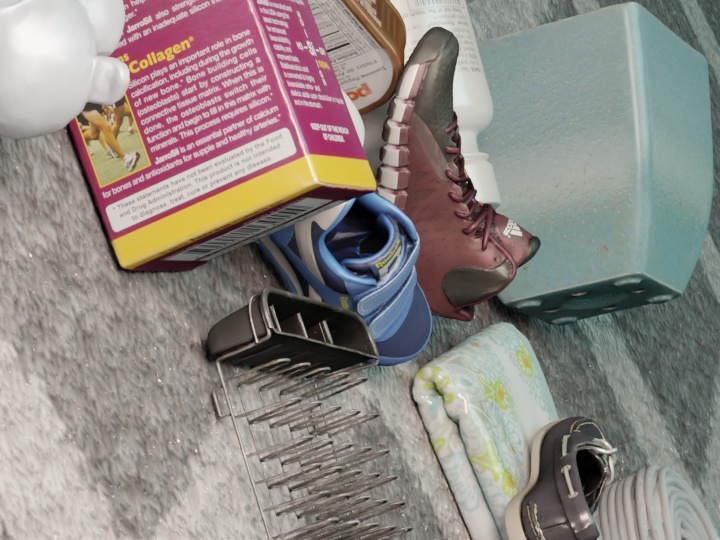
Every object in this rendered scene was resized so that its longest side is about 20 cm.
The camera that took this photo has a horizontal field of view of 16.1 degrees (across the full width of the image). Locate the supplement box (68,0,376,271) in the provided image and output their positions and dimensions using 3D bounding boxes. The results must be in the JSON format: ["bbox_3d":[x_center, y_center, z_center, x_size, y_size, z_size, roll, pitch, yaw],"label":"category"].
[{"bbox_3d":[-0.095,-0.114,1.433,0.103,0.131,0.200,-1,70,-70],"label":"supplement box"}]

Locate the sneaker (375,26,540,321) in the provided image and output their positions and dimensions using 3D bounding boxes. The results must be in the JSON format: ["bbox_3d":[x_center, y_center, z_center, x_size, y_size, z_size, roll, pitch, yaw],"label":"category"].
[{"bbox_3d":[0.070,-0.057,1.685,0.076,0.115,0.200,-52,157,-62],"label":"sneaker"}]

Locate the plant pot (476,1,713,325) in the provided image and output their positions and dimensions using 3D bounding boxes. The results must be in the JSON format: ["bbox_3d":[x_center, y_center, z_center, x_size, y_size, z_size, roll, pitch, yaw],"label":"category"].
[{"bbox_3d":[0.169,-0.069,1.988,0.196,0.195,0.201,21,58,-64],"label":"plant pot"}]

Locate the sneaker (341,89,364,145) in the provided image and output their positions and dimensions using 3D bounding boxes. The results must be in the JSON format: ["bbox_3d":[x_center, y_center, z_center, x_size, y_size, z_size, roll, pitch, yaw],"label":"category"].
[{"bbox_3d":[-0.068,-0.087,1.583,0.200,0.075,0.089,31,53,-50],"label":"sneaker"}]

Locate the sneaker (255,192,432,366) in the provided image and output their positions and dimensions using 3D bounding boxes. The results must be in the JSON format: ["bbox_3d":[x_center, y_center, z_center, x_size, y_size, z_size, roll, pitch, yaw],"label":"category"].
[{"bbox_3d":[0.000,0.000,1.586,0.074,0.082,0.200,-61,139,-20],"label":"sneaker"}]

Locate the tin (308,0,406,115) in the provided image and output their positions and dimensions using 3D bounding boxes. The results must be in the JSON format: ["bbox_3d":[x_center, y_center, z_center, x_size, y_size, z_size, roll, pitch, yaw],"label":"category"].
[{"bbox_3d":[-0.048,-0.165,1.636,0.200,0.112,0.042,46,38,-43],"label":"tin"}]

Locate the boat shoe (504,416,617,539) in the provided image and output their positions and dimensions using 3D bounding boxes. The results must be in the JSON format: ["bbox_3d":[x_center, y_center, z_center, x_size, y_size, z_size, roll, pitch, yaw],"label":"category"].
[{"bbox_3d":[0.153,0.149,1.755,0.073,0.063,0.200,63,22,-9],"label":"boat shoe"}]

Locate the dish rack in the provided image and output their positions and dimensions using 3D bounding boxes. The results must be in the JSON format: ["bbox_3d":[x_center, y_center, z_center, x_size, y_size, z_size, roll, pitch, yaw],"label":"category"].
[{"bbox_3d":[-0.021,0.118,1.486,0.153,0.054,0.201,17,54,-64],"label":"dish rack"}]

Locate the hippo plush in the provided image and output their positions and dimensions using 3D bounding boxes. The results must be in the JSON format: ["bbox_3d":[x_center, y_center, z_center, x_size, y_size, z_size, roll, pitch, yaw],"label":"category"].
[{"bbox_3d":[-0.164,-0.152,1.251,0.161,0.159,0.200,59,21,-21],"label":"hippo plush"}]

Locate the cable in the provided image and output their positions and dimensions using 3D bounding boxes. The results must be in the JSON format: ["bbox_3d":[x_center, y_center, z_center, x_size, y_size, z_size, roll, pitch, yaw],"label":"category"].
[{"bbox_3d":[0.247,0.254,2.007,0.200,0.069,0.200,15,55,-67],"label":"cable"}]

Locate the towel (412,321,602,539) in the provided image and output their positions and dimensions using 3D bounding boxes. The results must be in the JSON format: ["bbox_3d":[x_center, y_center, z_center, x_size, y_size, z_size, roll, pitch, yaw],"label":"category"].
[{"bbox_3d":[0.111,0.143,1.806,0.200,0.048,0.171,67,19,-1],"label":"towel"}]

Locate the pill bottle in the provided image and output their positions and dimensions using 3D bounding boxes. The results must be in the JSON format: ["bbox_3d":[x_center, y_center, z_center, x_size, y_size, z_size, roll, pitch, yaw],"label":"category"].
[{"bbox_3d":[0.031,-0.130,1.786,0.114,0.114,0.201,4,70,-68],"label":"pill bottle"}]

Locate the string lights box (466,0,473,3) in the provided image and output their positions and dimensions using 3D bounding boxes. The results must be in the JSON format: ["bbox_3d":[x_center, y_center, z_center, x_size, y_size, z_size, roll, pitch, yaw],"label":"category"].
[{"bbox_3d":[0.042,-0.317,2.099,0.103,0.059,0.200,2,67,-68],"label":"string lights box"}]
